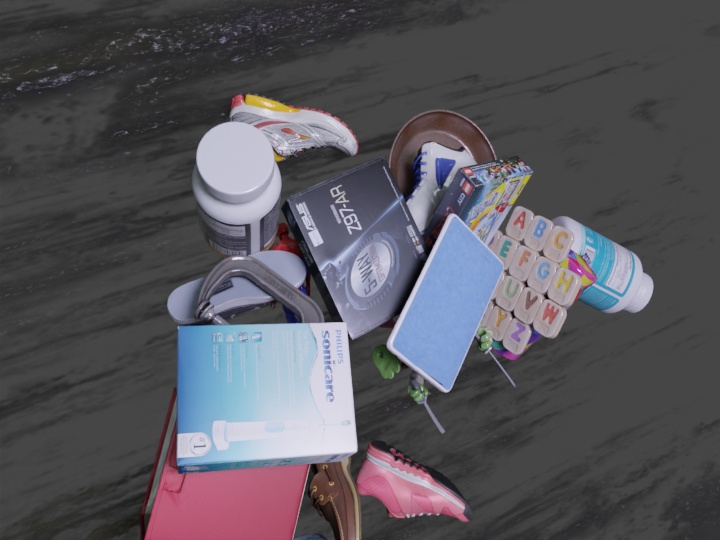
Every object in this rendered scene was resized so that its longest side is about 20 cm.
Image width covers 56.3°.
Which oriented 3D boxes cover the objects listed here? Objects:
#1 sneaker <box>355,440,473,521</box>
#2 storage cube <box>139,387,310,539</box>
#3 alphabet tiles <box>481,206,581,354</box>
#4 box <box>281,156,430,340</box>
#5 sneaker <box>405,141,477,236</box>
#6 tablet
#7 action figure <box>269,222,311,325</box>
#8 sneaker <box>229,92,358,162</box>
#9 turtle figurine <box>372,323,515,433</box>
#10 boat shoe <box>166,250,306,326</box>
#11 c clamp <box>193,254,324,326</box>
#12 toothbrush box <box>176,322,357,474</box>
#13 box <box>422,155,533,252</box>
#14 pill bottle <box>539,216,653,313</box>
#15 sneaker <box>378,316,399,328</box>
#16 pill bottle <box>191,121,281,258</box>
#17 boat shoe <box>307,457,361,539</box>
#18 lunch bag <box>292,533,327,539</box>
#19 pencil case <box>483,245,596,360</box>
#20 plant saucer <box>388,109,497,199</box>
[{"bbox_3d":[0.078,0.337,1.015,0.197,0.074,0.088,32,90,-10],"label":"sneaker"},{"bbox_3d":[-0.175,0.264,0.870,0.175,0.170,0.206,17,80,-17],"label":"storage cube"},{"bbox_3d":[0.237,0.013,1.017,0.014,0.199,0.200,12,107,-40],"label":"alphabet tiles"},{"bbox_3d":[0.004,-0.030,0.910,0.157,0.043,0.204,-24,86,-21],"label":"box"},{"bbox_3d":[0.101,-0.123,1.017,0.197,0.081,0.116,-35,84,-13],"label":"sneaker"},{"bbox_3d":[0.117,0.043,0.894,0.129,0.013,0.204,38,70,-31],"label":"tablet"},{"bbox_3d":[-0.098,0.030,0.981,0.064,0.051,0.207,-7,83,-24],"label":"action figure"},{"bbox_3d":[-0.099,-0.195,0.992,0.194,0.078,0.085,10,86,-8],"label":"sneaker"},{"bbox_3d":[0.120,0.134,0.974,0.192,0.141,0.207,10,72,-52],"label":"turtle figurine"},{"bbox_3d":[-0.168,0.033,0.936,0.195,0.067,0.071,-22,71,-8],"label":"boat shoe"},{"bbox_3d":[-0.134,0.072,0.856,0.199,0.027,0.171,39,59,11],"label":"c clamp"},{"bbox_3d":[-0.109,0.143,0.765,0.194,0.086,0.151,-1,69,-15],"label":"toothbrush box"},{"bbox_3d":[0.154,-0.067,0.979,0.134,0.203,0.038,-17,55,-40],"label":"box"},{"bbox_3d":[0.387,-0.001,1.118,0.196,0.110,0.114,25,78,-16],"label":"pill bottle"},{"bbox_3d":[0.000,0.000,0.995,0.200,0.080,0.090,44,61,-34],"label":"sneaker"},{"bbox_3d":[-0.160,-0.099,0.880,0.113,0.201,0.120,3,69,-8],"label":"pill bottle"},{"bbox_3d":[-0.040,0.309,0.920,0.065,0.202,0.074,-2,127,-12],"label":"boat shoe"},{"bbox_3d":[-0.115,0.430,0.882,0.195,0.160,0.085,-15,90,-20],"label":"lunch bag"},{"bbox_3d":[0.274,0.047,1.038,0.087,0.089,0.201,32,116,-12],"label":"pencil case"},{"bbox_3d":[0.130,-0.153,1.081,0.194,0.037,0.207,1,86,-19],"label":"plant saucer"}]
